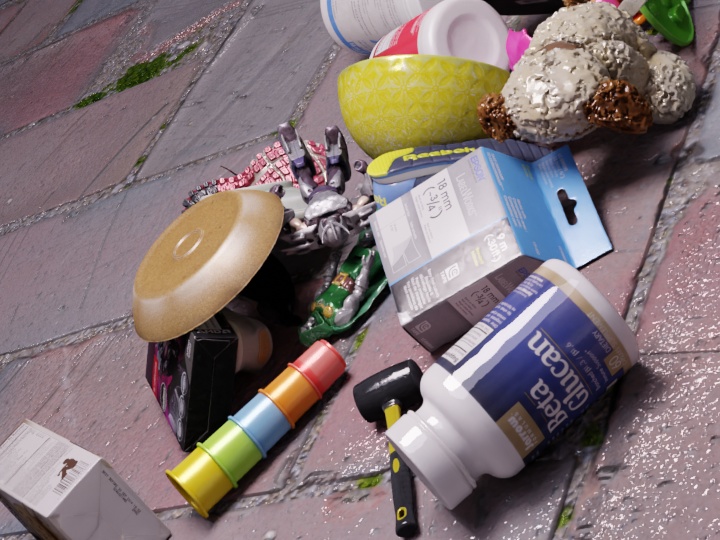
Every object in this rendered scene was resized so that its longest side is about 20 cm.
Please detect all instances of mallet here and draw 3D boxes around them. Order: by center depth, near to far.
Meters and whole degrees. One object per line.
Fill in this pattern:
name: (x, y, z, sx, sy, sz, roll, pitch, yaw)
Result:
mallet: (0.040, 0.150, 1.407, 0.066, 0.041, 0.201, -31, 32, 9)

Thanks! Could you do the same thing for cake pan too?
cake pan: (0.193, -0.320, 1.818, 0.198, 0.037, 0.200, -2, -2, 0)

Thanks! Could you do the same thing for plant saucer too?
plant saucer: (-0.165, -0.016, 1.637, 0.199, 0.035, 0.201, -32, 30, 21)
plant saucer: (-0.123, -0.067, 1.807, 0.198, 0.051, 0.200, -11, 2, 0)

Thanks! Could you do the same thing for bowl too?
bowl: (0.070, -0.145, 1.705, 0.199, 0.199, 0.109, -7, 74, 45)

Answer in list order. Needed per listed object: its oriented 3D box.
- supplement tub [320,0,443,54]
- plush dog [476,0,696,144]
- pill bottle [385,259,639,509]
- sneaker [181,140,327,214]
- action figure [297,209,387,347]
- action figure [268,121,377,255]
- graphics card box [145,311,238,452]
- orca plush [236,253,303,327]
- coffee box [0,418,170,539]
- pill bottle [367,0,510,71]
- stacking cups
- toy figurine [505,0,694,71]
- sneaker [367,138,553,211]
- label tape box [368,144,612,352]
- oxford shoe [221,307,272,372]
supplement tub: (0.054, -0.345, 2.049, 0.199, 0.132, 0.132, 3, 47, 53)
plush dog: (0.202, -0.183, 1.543, 0.198, 0.162, 0.172, -6, 30, 29)
pill bottle: (0.119, 0.095, 1.305, 0.200, 0.111, 0.111, -42, 27, -6)
sneaker: (-0.115, -0.096, 1.939, 0.198, 0.075, 0.081, -20, 72, 12)
action figure: (0.000, 0.000, 1.670, 0.118, 0.055, 0.201, 9, 57, 52)
action figure: (-0.041, -0.084, 1.698, 0.129, 0.070, 0.201, -11, 34, -3)
graphics card box: (-0.176, 0.090, 1.669, 0.050, 0.127, 0.200, 1, 19, -21)
orca plush: (-0.120, -0.004, 1.745, 0.104, 0.072, 0.200, -1, 20, -11)
coffee box: (-0.287, 0.228, 1.598, 0.080, 0.113, 0.199, -47, 27, -19)
pill bottle: (0.078, -0.231, 1.840, 0.112, 0.112, 0.200, -51, 15, -24)
stacking cups: (-0.096, 0.148, 1.557, 0.200, 0.061, 0.060, -43, 27, -17)
toy figurine: (0.241, -0.260, 1.716, 0.183, 0.151, 0.200, -33, 4, 30)
sneaker: (0.108, -0.083, 1.625, 0.198, 0.083, 0.074, -5, 19, 4)
label tape box: (0.117, -0.036, 1.520, 0.199, 0.063, 0.145, -31, 48, 16)
oxford shoe: (-0.142, 0.072, 1.731, 0.057, 0.076, 0.200, -4, 8, -21)
